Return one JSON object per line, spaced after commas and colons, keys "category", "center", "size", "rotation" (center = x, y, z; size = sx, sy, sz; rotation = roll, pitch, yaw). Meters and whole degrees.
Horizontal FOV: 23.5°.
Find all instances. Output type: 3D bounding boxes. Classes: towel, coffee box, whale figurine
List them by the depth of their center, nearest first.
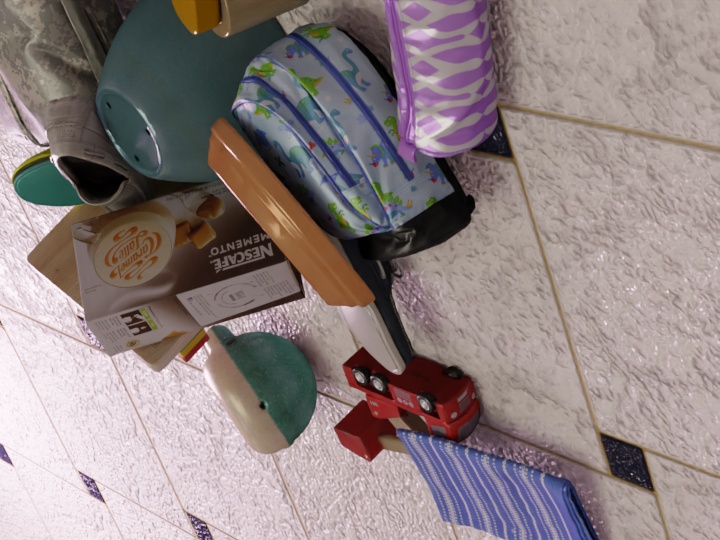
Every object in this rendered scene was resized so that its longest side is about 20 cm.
{"category": "towel", "center": [0.134, 0.219, 1.634], "size": [0.199, 0.024, 0.145], "rotation": [14, 145, 38]}
{"category": "coffee box", "center": [-0.162, -0.009, 1.639], "size": [0.080, 0.198, 0.115], "rotation": [66, -171, -59]}
{"category": "whale figurine", "center": [-0.106, 0.118, 1.884], "size": [0.160, 0.103, 0.200], "rotation": [57, 177, -11]}

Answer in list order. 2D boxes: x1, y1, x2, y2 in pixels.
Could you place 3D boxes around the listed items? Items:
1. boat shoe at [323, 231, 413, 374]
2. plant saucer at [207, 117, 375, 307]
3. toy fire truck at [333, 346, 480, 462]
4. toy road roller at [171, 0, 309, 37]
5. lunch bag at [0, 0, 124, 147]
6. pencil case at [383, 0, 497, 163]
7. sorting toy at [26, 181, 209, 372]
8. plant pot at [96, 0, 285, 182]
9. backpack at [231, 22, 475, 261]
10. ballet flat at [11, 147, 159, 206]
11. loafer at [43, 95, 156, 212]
{"category": "boat shoe", "center": [0.000, 0.000, 1.593], "size": [0.201, 0.062, 0.075], "rotation": [58, 154, -6]}
{"category": "plant saucer", "center": [-0.064, -0.041, 1.452], "size": [0.200, 0.037, 0.200], "rotation": [50, 179, 1]}
{"category": "toy fire truck", "center": [0.044, 0.142, 1.706], "size": [0.199, 0.049, 0.142], "rotation": [19, 140, 44]}
{"category": "toy road roller", "center": [-0.109, -0.300, 1.352], "size": [0.146, 0.122, 0.201], "rotation": [51, 156, 36]}
{"category": "lunch bag", "center": [-0.293, -0.222, 1.683], "size": [0.167, 0.139, 0.201], "rotation": [10, 126, 60]}
{"category": "pencil case", "center": [0.053, -0.180, 1.275], "size": [0.084, 0.085, 0.201], "rotation": [29, 146, 40]}
{"category": "sorting toy", "center": [-0.195, -0.016, 1.739], "size": [0.198, 0.200, 0.070], "rotation": [36, 166, 28]}
{"category": "plant pot", "center": [-0.160, -0.159, 1.570], "size": [0.200, 0.134, 0.201], "rotation": [37, 148, 27]}
{"category": "backpack", "center": [-0.012, -0.106, 1.420], "size": [0.163, 0.153, 0.202], "rotation": [-166, 54, -78]}
{"category": "ballet flat", "center": [-0.249, -0.112, 1.735], "size": [0.067, 0.198, 0.067], "rotation": [-90, -14, -52]}
{"category": "loafer", "center": [-0.246, -0.089, 1.635], "size": [0.069, 0.070, 0.200], "rotation": [-8, 153, 15]}
